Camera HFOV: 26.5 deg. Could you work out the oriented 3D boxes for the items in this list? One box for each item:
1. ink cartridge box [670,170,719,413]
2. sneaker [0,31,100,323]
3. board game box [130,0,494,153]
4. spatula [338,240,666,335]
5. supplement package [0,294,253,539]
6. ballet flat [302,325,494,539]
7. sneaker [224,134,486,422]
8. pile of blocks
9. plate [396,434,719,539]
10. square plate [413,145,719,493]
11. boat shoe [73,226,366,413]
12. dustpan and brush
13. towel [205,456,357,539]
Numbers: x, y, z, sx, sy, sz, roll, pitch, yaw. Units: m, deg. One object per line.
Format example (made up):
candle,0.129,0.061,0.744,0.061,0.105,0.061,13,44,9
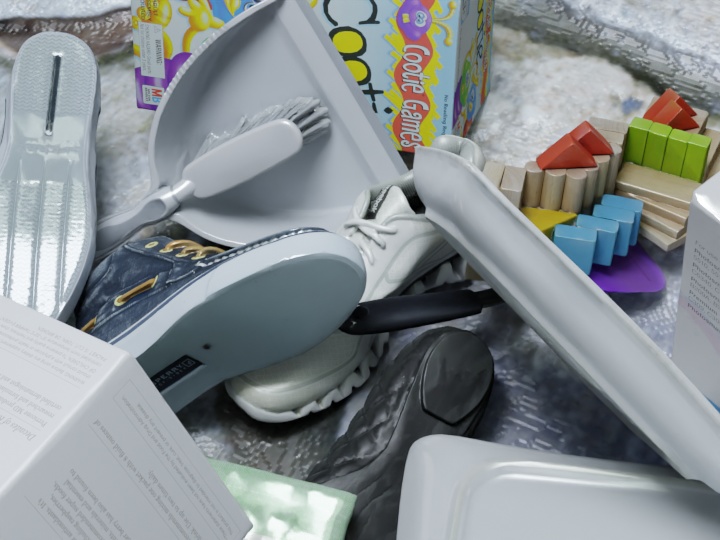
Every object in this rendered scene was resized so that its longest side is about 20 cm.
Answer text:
ink cartridge box,0.238,0.011,0.726,0.128,0.201,0.125,-37,58,-19
sneaker,-0.180,-0.036,0.872,0.073,0.071,0.201,10,65,-3
board game box,-0.026,-0.149,0.919,0.199,0.105,0.103,10,33,13
spatula,0.077,0.009,0.827,0.199,0.021,0.057,-14,46,-21
supplement package,-0.166,0.126,0.618,0.119,0.122,0.200,18,57,42
ballet flat,0.005,0.113,0.783,0.066,0.057,0.200,40,69,0
sneaker,0.000,0.000,0.839,0.075,0.081,0.200,36,66,26
pile of blocks,0.140,-0.051,0.840,0.199,0.062,0.082,-27,48,-33
plate,0.106,0.153,0.652,0.199,0.032,0.200,6,47,7
square plate,0.097,0.023,0.701,0.028,0.198,0.200,-44,97,1
boat shoe,-0.085,0.010,0.802,0.200,0.071,0.091,-30,45,26
dustpan and brush,-0.089,-0.055,0.886,0.199,0.140,0.057,-25,17,24
towel,-0.100,0.185,0.721,0.152,0.023,0.201,12,69,15
